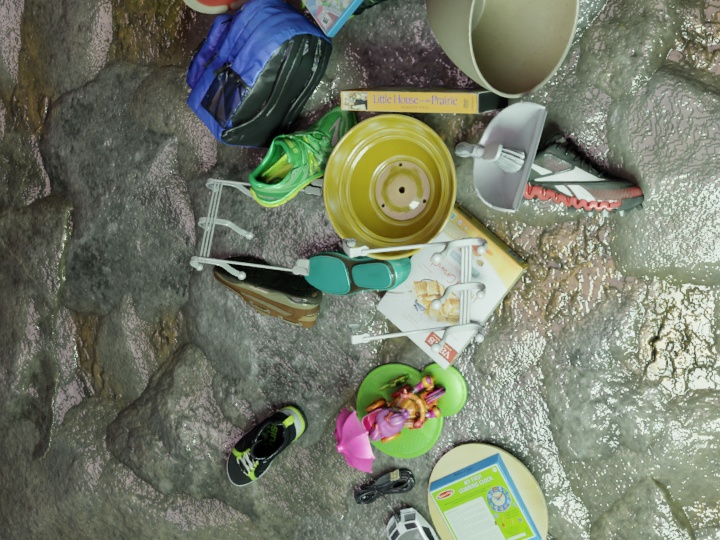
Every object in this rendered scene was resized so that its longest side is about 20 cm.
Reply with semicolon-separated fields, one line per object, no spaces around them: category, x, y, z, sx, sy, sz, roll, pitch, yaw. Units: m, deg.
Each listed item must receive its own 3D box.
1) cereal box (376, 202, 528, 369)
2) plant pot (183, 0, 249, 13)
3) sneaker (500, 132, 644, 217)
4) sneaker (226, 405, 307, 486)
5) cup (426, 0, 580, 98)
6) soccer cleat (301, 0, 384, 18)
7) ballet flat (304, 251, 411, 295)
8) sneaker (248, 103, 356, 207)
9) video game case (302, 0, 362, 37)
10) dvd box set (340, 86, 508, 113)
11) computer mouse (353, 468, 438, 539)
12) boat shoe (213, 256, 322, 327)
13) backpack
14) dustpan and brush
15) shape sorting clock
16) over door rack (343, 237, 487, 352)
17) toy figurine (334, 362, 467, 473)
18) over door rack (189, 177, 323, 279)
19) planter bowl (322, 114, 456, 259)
cereal box;0.132;0.024;1.371;0.143;0.039;0.201;40;113;13
plant pot;-0.220;-0.484;1.338;0.200;0.199;0.179;-37;65;26
sneaker;0.283;-0.130;1.253;0.197;0.071;0.100;14;107;24
sneaker;-0.169;0.290;1.540;0.072;0.083;0.200;48;115;11
cup;0.168;-0.342;1.221;0.143;0.198;0.204;30;113;46
soccer cleat;-0.002;-0.400;1.352;0.197;0.067;0.083;17;115;29
ballet flat;0.000;0.000;1.409;0.198;0.070;0.069;1;105;45
sneaker;-0.084;-0.173;1.393;0.200;0.084;0.074;-42;69;-1
video game case;-0.051;-0.455;1.327;0.143;0.018;0.202;-44;68;29
dvd box set;0.090;-0.235;1.286;0.196;0.146;0.030;6;104;24
computer mouse;0.078;0.413;1.468;0.109;0.044;0.202;-34;78;22
boat shoe;-0.151;0.040;1.494;0.197;0.075;0.075;21;126;27
backpack;-0.154;-0.305;1.383;0.168;0.162;0.201;47;116;14
dustpan and brush;0.175;-0.157;1.259;0.056;0.200;0.142;15;94;-10
shape sorting clock;0.189;0.356;1.403;0.197;0.039;0.204;10;108;30
over door rack;0.075;0.035;1.285;0.196;0.067;0.150;-1;115;0
toy figurine;0.044;0.222;1.369;0.198;0.184;0.152;-29;87;26
over door rack;-0.156;-0.064;1.452;0.196;0.067;0.150;3;70;14
planter bowl;0.051;-0.118;1.353;0.197;0.083;0.205;1;92;18
